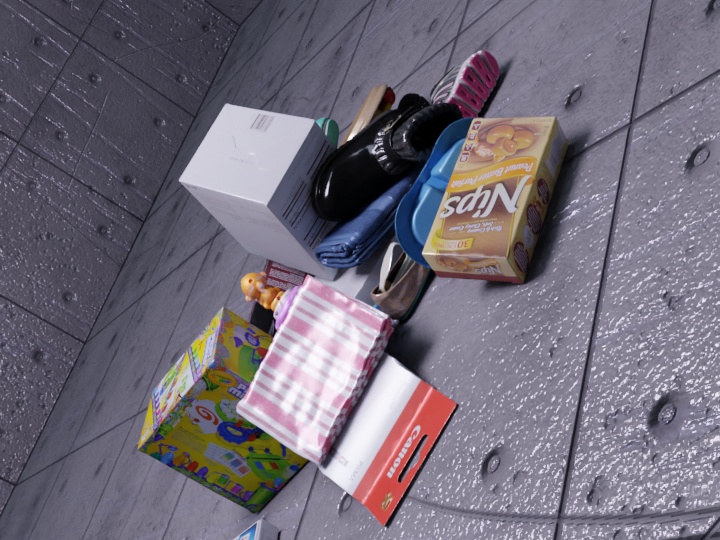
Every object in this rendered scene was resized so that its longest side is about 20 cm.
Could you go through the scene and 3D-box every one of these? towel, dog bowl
[{"bbox_3d":[0.027,-0.079,1.434,0.200,0.049,0.111,-48,22,-23],"label":"towel"},{"bbox_3d":[0.118,-0.098,1.306,0.202,0.110,0.050,-59,8,-3],"label":"dog bowl"},{"bbox_3d":[-0.060,0.120,1.263,0.145,0.030,0.202,25,83,31],"label":"towel"}]

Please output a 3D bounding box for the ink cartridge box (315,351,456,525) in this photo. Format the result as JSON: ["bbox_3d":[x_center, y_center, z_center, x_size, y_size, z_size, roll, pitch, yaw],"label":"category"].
[{"bbox_3d":[0.019,0.188,1.205,0.164,0.057,0.200,-59,16,-3],"label":"ink cartridge box"}]

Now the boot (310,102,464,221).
[{"bbox_3d":[0.034,-0.149,1.382,0.212,0.080,0.157,-50,27,-14],"label":"boot"}]

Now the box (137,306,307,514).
[{"bbox_3d":[-0.167,0.196,1.404,0.193,0.199,0.123,-46,22,26],"label":"box"}]

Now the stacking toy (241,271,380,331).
[{"bbox_3d":[-0.075,0.063,1.351,0.117,0.198,0.110,-59,-8,-12],"label":"stacking toy"}]

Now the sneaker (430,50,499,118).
[{"bbox_3d":[0.132,-0.234,1.514,0.202,0.073,0.087,-59,16,-7],"label":"sneaker"}]

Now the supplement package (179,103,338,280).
[{"bbox_3d":[-0.119,-0.118,1.501,0.189,0.200,0.149,17,69,38],"label":"supplement package"}]

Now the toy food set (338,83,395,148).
[{"bbox_3d":[-0.001,-0.211,1.661,0.201,0.048,0.200,-54,10,50],"label":"toy food set"}]

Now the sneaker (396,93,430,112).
[{"bbox_3d":[0.056,-0.183,1.641,0.202,0.075,0.088,-64,7,-27],"label":"sneaker"}]

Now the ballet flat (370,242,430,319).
[{"bbox_3d":[0.076,-0.032,1.356,0.202,0.067,0.068,-61,21,-9],"label":"ballet flat"}]

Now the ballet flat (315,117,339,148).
[{"bbox_3d":[-0.077,-0.164,1.743,0.069,0.067,0.204,-9,67,32],"label":"ballet flat"}]

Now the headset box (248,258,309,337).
[{"bbox_3d":[-0.125,0.019,1.655,0.149,0.076,0.203,115,169,-62],"label":"headset box"}]

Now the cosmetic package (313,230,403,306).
[{"bbox_3d":[0.000,0.000,1.510,0.152,0.051,0.200,-59,20,2],"label":"cosmetic package"}]

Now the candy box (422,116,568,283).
[{"bbox_3d":[0.161,-0.086,1.195,0.114,0.055,0.202,4,59,36],"label":"candy box"}]

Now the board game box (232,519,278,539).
[{"bbox_3d":[-0.183,0.430,1.345,0.200,0.034,0.127,-43,26,36],"label":"board game box"}]
